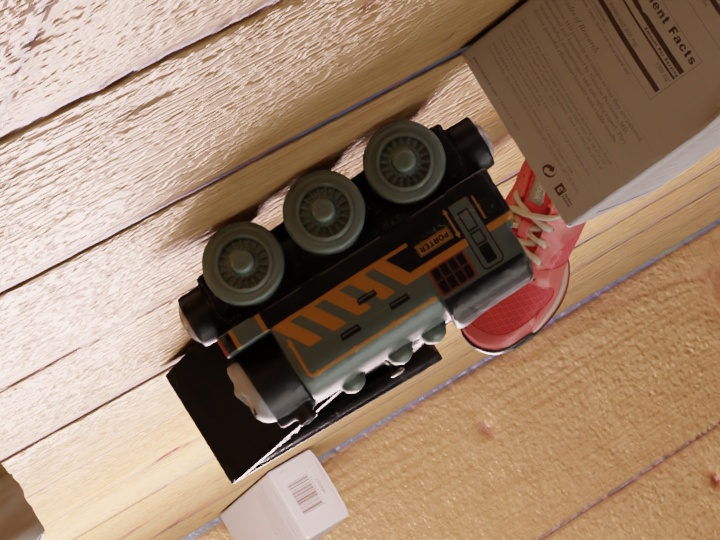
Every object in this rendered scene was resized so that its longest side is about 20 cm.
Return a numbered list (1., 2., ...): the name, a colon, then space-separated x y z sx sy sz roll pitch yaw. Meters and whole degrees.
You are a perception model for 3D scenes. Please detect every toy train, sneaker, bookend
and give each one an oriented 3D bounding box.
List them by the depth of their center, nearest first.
1. toy train: 0.000 0.000 1.353 0.199 0.114 0.085 -32 173 -2
2. sneaker: 0.118 -0.040 1.656 0.201 0.073 0.087 -61 160 -5
3. bookend: -0.003 0.034 1.663 0.199 0.092 0.199 -29 172 -32

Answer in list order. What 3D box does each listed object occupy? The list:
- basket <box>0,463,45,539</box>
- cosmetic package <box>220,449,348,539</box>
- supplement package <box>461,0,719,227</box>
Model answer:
1. basket: -0.242 0.116 1.059 0.135 0.124 0.200 -28 173 -30
2. cosmetic package: -0.099 0.312 3.124 0.074 0.102 0.200 -27 172 -28
3. supplement package: 0.173 -0.127 1.252 0.200 0.110 0.114 -36 172 33
